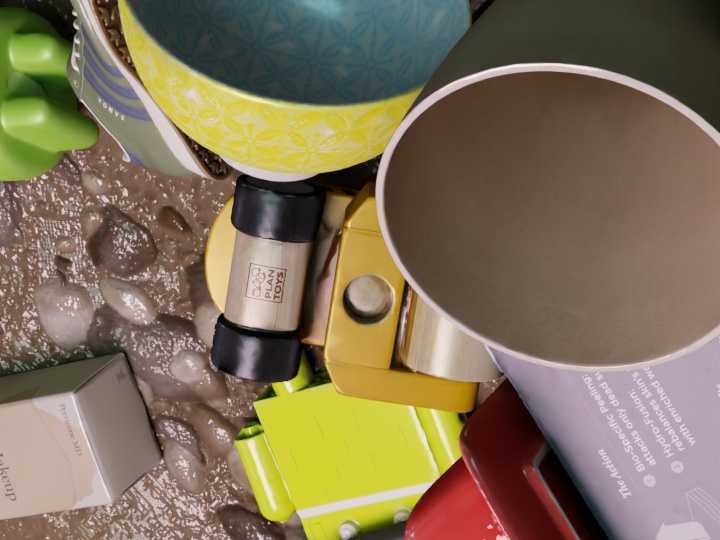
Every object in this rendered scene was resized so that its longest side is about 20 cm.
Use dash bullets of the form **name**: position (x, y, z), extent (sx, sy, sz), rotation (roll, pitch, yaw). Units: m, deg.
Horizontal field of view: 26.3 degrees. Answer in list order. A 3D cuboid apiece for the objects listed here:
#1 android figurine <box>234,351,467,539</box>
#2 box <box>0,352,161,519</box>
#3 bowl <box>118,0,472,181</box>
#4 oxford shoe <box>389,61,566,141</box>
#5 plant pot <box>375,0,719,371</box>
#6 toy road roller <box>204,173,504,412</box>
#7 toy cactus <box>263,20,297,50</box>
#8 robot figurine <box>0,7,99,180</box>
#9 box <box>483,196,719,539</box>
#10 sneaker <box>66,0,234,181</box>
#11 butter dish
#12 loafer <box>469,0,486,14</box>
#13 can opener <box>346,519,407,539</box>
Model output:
- **android figurine**: position (0.000, 0.132, 1.081), extent (0.180, 0.041, 0.202), rotation (-14, 102, 27)
- **box**: position (-0.261, 0.132, 1.172), extent (0.198, 0.078, 0.096), rotation (-13, 103, 27)
- **bowl**: position (-0.042, -0.117, 0.873), extent (0.198, 0.201, 0.108), rotation (25, 136, 12)
- **oxford shoe**: position (0.026, -0.100, 0.933), extent (0.199, 0.073, 0.072), rotation (3, 128, 46)
- **plant pot**: position (0.121, -0.086, 0.788), extent (0.185, 0.201, 0.189), rotation (11, 135, 11)
- **toy road roller**: position (0.000, 0.000, 0.980), extent (0.197, 0.146, 0.125), rotation (10, 104, 0)
- **toy cactus**: position (-0.122, -0.164, 1.006), extent (0.198, 0.103, 0.166), rotation (20, 135, 13)
- **robot figurine**: position (-0.277, -0.120, 1.061), extent (0.198, 0.115, 0.178), rotation (2, 84, 24)
- **box**: position (0.213, 0.063, 0.880), extent (0.199, 0.117, 0.198), rotation (-33, 89, 30)
- **sneaker**: position (-0.152, -0.134, 0.935), extent (0.089, 0.067, 0.201), rotation (4, 138, 35)
- **butter dish**: position (0.092, 0.186, 0.936), extent (0.147, 0.199, 0.201), rotation (-33, 88, 22)
- **loafer**: position (0.091, -0.224, 0.884), extent (0.070, 0.075, 0.200), rotation (44, 120, -3)
- **can opener**: position (0.004, 0.215, 1.057), extent (0.198, 0.067, 0.053), rotation (-25, 111, 25)
